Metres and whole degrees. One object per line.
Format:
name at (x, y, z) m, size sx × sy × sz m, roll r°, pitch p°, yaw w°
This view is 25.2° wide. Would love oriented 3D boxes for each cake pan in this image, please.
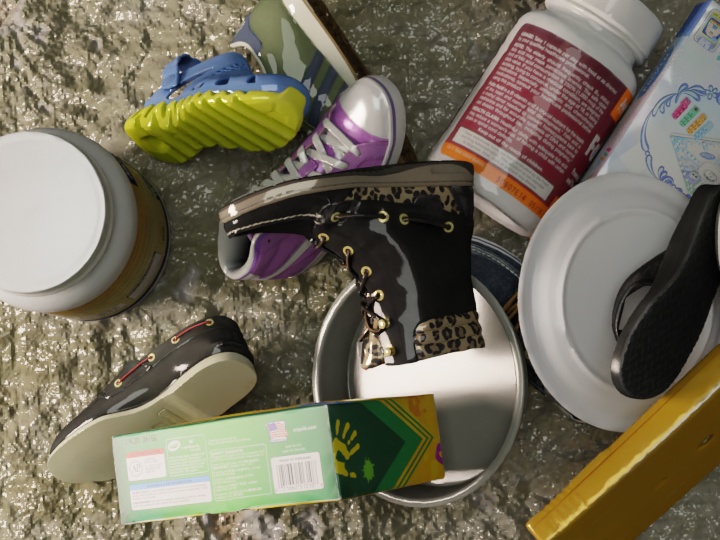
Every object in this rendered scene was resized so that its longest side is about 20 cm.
cake pan at (0.051, 0.089, 1.303) m, size 0.199 × 0.037 × 0.201 m, roll 0°, pitch 90°, yaw 34°

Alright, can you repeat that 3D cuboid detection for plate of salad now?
plate of salad at (0.204, 0.025, 1.254) m, size 0.199 × 0.048 × 0.201 m, roll 2°, pitch 86°, yaw -26°

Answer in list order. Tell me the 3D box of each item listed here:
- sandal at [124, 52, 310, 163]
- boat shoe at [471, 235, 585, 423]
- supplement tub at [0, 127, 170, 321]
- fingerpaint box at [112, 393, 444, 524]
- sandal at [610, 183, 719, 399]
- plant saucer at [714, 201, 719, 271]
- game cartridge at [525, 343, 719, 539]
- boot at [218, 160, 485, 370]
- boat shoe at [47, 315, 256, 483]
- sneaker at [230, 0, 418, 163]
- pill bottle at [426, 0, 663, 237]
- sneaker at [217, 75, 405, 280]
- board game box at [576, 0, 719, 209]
sandal at (-0.115, -0.145, 1.326) m, size 0.199 × 0.079 × 0.087 m, roll 1°, pitch 60°, yaw 45°
boat shoe at (0.137, 0.042, 1.312) m, size 0.200 × 0.091 × 0.071 m, roll 44°, pitch 89°, yaw 7°
supplement tub at (-0.240, -0.035, 1.297) m, size 0.144 × 0.200 × 0.145 m, roll 0°, pitch 85°, yaw 4°
fingerpaint box at (-0.062, 0.143, 1.250) m, size 0.199 × 0.167 × 0.074 m, roll -11°, pitch 83°, yaw 30°
sandal at (0.229, 0.019, 1.216) m, size 0.048 × 0.075 × 0.201 m, roll 3°, pitch 46°, yaw 40°
plant saucer at (0.321, -0.028, 1.241) m, size 0.050 × 0.200 × 0.201 m, roll 5°, pitch 84°, yaw 44°
game cartridge at (0.224, 0.155, 1.254) m, size 0.200 × 0.176 × 0.032 m, roll -41°, pitch 64°, yaw 0°
boot at (0.000, 0.000, 1.229) m, size 0.199 × 0.073 × 0.151 m, roll -9°, pitch 90°, yaw -14°
boat shoe at (-0.177, 0.111, 1.351) m, size 0.201 × 0.074 × 0.063 m, roll -33°, pitch 44°, yaw 12°
sneaker at (-0.035, -0.142, 1.363) m, size 0.090 × 0.067 × 0.201 m, roll -33°, pitch 88°, yaw 17°
pill bottle at (0.153, -0.138, 1.316) m, size 0.114 × 0.114 × 0.200 m, roll 34°, pitch 89°, yaw 7°
sneaker at (-0.044, -0.066, 1.285) m, size 0.073 × 0.114 × 0.201 m, roll 44°, pitch 119°, yaw 24°
board game box at (0.302, -0.079, 1.310) m, size 0.200 × 0.043 × 0.199 m, roll 34°, pitch 88°, yaw -8°
